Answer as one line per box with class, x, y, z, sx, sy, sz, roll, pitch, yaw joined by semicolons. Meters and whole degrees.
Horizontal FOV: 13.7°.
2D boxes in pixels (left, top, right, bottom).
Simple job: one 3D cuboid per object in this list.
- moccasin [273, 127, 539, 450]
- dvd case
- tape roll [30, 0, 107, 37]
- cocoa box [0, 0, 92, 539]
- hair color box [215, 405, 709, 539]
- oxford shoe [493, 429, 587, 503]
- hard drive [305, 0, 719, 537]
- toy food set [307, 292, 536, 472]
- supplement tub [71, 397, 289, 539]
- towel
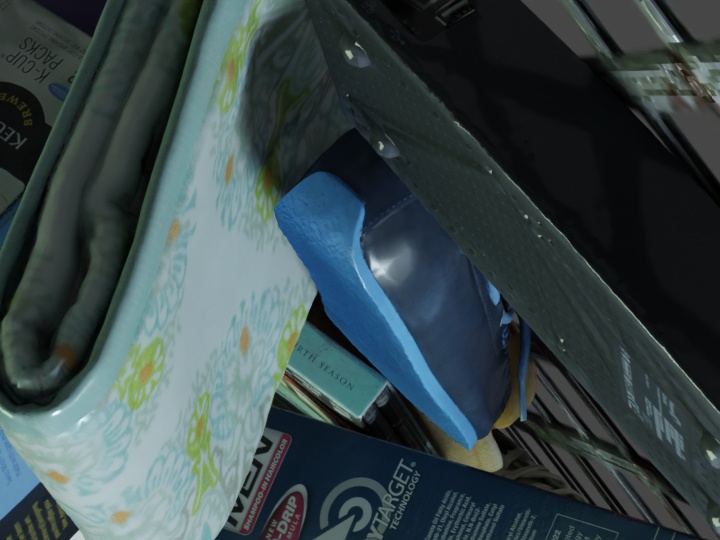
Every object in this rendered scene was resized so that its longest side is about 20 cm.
moccasin;0.031;0.005;0.990;0.080;0.068;0.200;41;172;17
dvd case;-0.036;0.031;1.176;0.146;0.022;0.200;36;172;17
tape roll;-0.100;-0.124;1.085;0.200;0.085;0.200;51;174;7
cocoa box;-0.148;0.001;1.036;0.133;0.131;0.200;33;157;23
hair color box;0.045;0.111;1.086;0.200;0.061;0.100;15;164;31
oxford shoe;0.069;0.111;1.332;0.200;0.075;0.058;-146;54;-63
hard drive;0.061;-0.007;0.810;0.200;0.042;0.135;49;173;21
toy food set;0.000;0.000;1.239;0.198;0.049;0.200;50;174;15
supplement tub;-0.065;0.100;1.325;0.145;0.144;0.200;52;-149;-11
towel;-0.051;-0.013;0.945;0.048;0.200;0.171;14;160;19
